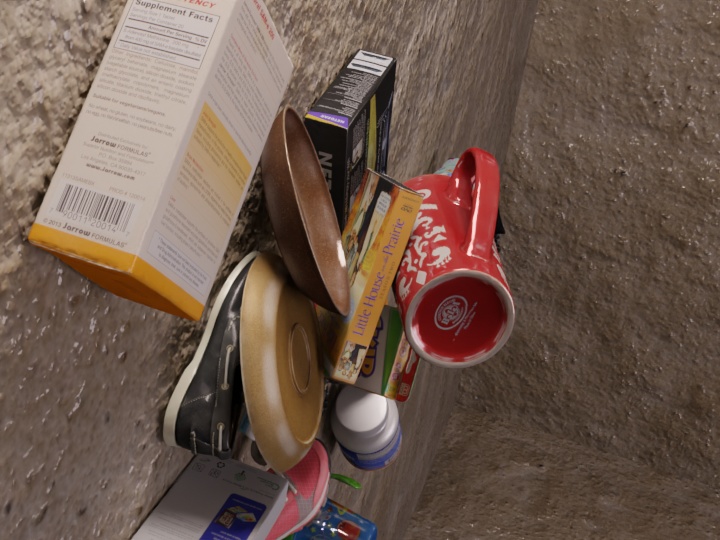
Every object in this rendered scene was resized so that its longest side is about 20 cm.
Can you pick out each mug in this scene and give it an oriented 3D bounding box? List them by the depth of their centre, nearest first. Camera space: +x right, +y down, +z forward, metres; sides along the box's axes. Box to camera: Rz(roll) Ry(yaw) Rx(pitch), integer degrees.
[{"bbox_3d":[0.084,-0.018,0.905,0.201,0.131,0.180,-96,179,-62],"label":"mug"}]

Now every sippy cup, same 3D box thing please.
[{"bbox_3d":[-0.047,0.417,1.361,0.140,0.129,0.180,-53,156,-56],"label":"sippy cup"}]

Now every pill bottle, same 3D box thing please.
[{"bbox_3d":[0.009,0.250,1.442,0.201,0.111,0.113,77,32,-63],"label":"pill bottle"}]

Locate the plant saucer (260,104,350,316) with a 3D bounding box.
[{"bbox_3d":[-0.054,-0.052,0.831,0.200,0.036,0.203,-15,90,-82],"label":"plant saucer"}]

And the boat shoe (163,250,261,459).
[{"bbox_3d":[-0.112,0.076,0.819,0.072,0.067,0.202,77,29,-58],"label":"boat shoe"}]

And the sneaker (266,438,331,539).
[{"bbox_3d":[-0.107,0.263,0.957,0.201,0.073,0.087,-49,149,-8],"label":"sneaker"}]

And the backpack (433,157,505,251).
[{"bbox_3d":[0.190,-0.110,1.700,0.127,0.165,0.202,-52,150,-45],"label":"backpack"}]

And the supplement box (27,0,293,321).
[{"bbox_3d":[-0.120,-0.083,0.576,0.126,0.073,0.202,62,46,-72],"label":"supplement box"}]

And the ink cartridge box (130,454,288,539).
[{"bbox_3d":[-0.147,0.247,0.800,0.200,0.098,0.040,-51,155,-58],"label":"ink cartridge box"}]

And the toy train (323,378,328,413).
[{"bbox_3d":[-0.056,0.138,1.112,0.200,0.034,0.047,-97,-170,-83],"label":"toy train"}]

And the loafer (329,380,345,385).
[{"bbox_3d":[-0.005,0.137,1.332,0.200,0.071,0.074,-13,120,-75],"label":"loafer"}]

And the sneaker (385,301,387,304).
[{"bbox_3d":[-0.017,0.052,1.116,0.076,0.087,0.201,53,19,-23],"label":"sneaker"}]

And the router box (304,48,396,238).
[{"bbox_3d":[-0.013,-0.127,1.026,0.158,0.052,0.202,-60,161,-45],"label":"router box"}]

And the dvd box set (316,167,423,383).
[{"bbox_3d":[0.000,0.000,0.932,0.146,0.029,0.202,-132,-119,-70],"label":"dvd box set"}]

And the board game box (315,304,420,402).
[{"bbox_3d":[-0.009,0.081,1.007,0.030,0.198,0.097,25,80,-46],"label":"board game box"}]

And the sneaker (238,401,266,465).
[{"bbox_3d":[-0.097,0.138,0.961,0.086,0.074,0.202,-37,138,-36],"label":"sneaker"}]

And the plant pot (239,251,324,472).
[{"bbox_3d":[-0.066,0.082,0.820,0.200,0.027,0.203,-7,90,-78],"label":"plant pot"}]
